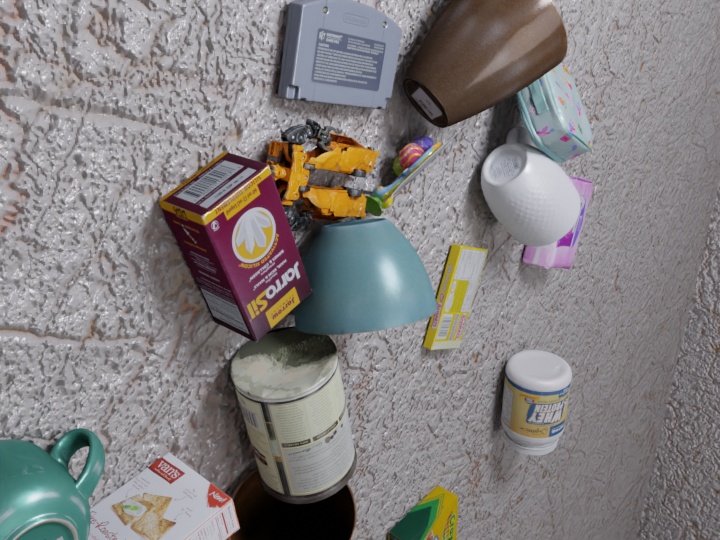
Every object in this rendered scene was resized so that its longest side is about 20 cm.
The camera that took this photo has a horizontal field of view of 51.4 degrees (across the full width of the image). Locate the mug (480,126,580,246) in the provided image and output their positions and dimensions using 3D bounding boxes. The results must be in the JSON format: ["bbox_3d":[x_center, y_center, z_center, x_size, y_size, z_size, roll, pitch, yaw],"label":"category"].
[{"bbox_3d":[0.300,-0.170,1.368,0.175,0.147,0.201,37,49,-45],"label":"mug"}]

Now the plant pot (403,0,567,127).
[{"bbox_3d":[0.165,-0.310,1.098,0.200,0.187,0.187,-44,138,-8],"label":"plant pot"}]

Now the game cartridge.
[{"bbox_3d":[-0.024,-0.286,0.986,0.200,0.041,0.134,-7,108,-49],"label":"game cartridge"}]

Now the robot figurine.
[{"bbox_3d":[-0.057,-0.125,1.001,0.200,0.058,0.146,0,107,-51],"label":"robot figurine"}]

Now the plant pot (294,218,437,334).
[{"bbox_3d":[0.000,0.000,1.038,0.200,0.200,0.135,-16,102,-46],"label":"plant pot"}]

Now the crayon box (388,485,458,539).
[{"bbox_3d":[0.133,0.583,1.569,0.172,0.058,0.201,-28,127,-41],"label":"crayon box"}]

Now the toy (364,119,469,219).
[{"bbox_3d":[0.072,-0.159,1.131,0.047,0.115,0.200,43,62,-3],"label":"toy"}]

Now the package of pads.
[{"bbox_3d":[0.418,-0.101,1.581,0.120,0.076,0.201,-1,108,-52],"label":"package of pads"}]

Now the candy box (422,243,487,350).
[{"bbox_3d":[0.178,0.051,1.399,0.102,0.026,0.201,4,104,-54],"label":"candy box"}]

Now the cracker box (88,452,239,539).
[{"bbox_3d":[-0.265,0.321,0.895,0.200,0.134,0.058,-34,130,-38],"label":"cracker box"}]

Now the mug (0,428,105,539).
[{"bbox_3d":[-0.352,0.254,0.771,0.152,0.114,0.186,29,84,-52],"label":"mug"}]

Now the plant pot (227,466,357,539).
[{"bbox_3d":[-0.097,0.412,1.131,0.187,0.187,0.200,-42,150,-31],"label":"plant pot"}]

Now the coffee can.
[{"bbox_3d":[-0.089,0.201,1.043,0.146,0.146,0.201,-36,132,-36],"label":"coffee can"}]

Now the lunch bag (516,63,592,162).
[{"bbox_3d":[0.327,-0.298,1.311,0.160,0.077,0.201,13,58,-50],"label":"lunch bag"}]

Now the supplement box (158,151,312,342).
[{"bbox_3d":[-0.147,-0.026,0.914,0.110,0.085,0.200,-44,136,-30],"label":"supplement box"}]

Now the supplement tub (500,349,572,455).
[{"bbox_3d":[0.391,0.296,1.679,0.144,0.144,0.201,-25,125,-42],"label":"supplement tub"}]
